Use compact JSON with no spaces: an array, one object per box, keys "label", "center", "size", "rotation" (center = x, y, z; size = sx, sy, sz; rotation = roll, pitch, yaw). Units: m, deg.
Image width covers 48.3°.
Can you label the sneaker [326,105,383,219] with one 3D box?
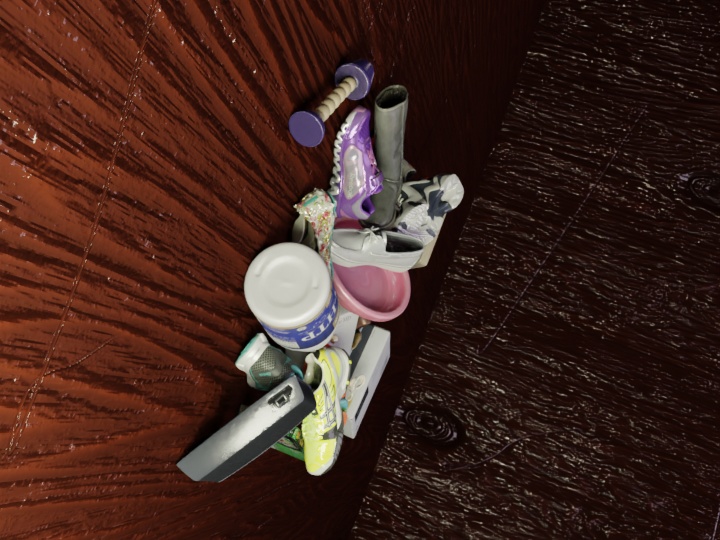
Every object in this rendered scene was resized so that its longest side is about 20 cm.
[{"label":"sneaker","center":[0.001,-0.167,1.305],"size":[0.081,0.088,0.202],"rotation":[-49,155,-55]}]

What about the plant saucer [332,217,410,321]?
[{"label":"plant saucer","center":[0.000,0.000,1.388],"size":[0.051,0.201,0.201],"rotation":[-34,-168,37]}]

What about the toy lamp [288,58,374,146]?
[{"label":"toy lamp","center":[-0.034,-0.240,1.119],"size":[0.200,0.058,0.059],"rotation":[-54,160,-45]}]

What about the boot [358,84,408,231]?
[{"label":"boot","center":[0.044,-0.191,1.376],"size":[0.183,0.072,0.201],"rotation":[-76,176,-47]}]

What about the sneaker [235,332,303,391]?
[{"label":"sneaker","center":[-0.126,0.165,1.233],"size":[0.078,0.091,0.200],"rotation":[-52,164,-8]}]

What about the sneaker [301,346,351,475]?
[{"label":"sneaker","center":[-0.070,0.218,1.263],"size":[0.076,0.075,0.202],"rotation":[14,78,-46]}]

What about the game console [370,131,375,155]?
[{"label":"game console","center":[0.009,-0.151,1.522],"size":[0.177,0.031,0.201],"rotation":[82,30,-74]}]

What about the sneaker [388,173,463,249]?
[{"label":"sneaker","center":[0.089,-0.108,1.495],"size":[0.200,0.129,0.080],"rotation":[-52,122,-25]}]

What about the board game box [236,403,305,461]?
[{"label":"board game box","center":[-0.139,0.275,1.342],"size":[0.200,0.104,0.024],"rotation":[83,28,-66]}]

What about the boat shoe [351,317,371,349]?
[{"label":"boat shoe","center":[-0.034,0.117,1.491],"size":[0.072,0.072,0.200],"rotation":[-19,162,-37]}]

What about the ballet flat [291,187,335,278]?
[{"label":"ballet flat","center":[-0.079,-0.039,1.243],"size":[0.064,0.076,0.201],"rotation":[-24,138,-29]}]

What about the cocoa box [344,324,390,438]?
[{"label":"cocoa box","center":[-0.035,0.210,1.625],"size":[0.134,0.130,0.201],"rotation":[87,25,-62]}]

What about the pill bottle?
[{"label":"pill bottle","center":[-0.091,0.049,1.165],"size":[0.200,0.119,0.121],"rotation":[75,37,-70]}]

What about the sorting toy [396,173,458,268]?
[{"label":"sorting toy","center":[0.088,-0.104,1.648],"size":[0.198,0.069,0.201],"rotation":[-10,-126,60]}]

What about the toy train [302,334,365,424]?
[{"label":"toy train","center":[-0.050,0.206,1.382],"size":[0.150,0.056,0.200],"rotation":[-49,142,-5]}]

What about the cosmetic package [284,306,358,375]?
[{"label":"cosmetic package","center":[-0.075,0.145,1.415],"size":[0.101,0.071,0.201],"rotation":[-17,130,-42]}]

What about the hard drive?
[{"label":"hard drive","center":[-0.152,0.229,1.137],"size":[0.199,0.042,0.135],"rotation":[-37,163,-3]}]

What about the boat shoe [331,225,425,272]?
[{"label":"boat shoe","center":[0.021,-0.043,1.335],"size":[0.069,0.199,0.072],"rotation":[-45,-139,40]}]

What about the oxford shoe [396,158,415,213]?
[{"label":"oxford shoe","center":[0.056,-0.130,1.584],"size":[0.075,0.057,0.201],"rotation":[75,37,-79]}]
